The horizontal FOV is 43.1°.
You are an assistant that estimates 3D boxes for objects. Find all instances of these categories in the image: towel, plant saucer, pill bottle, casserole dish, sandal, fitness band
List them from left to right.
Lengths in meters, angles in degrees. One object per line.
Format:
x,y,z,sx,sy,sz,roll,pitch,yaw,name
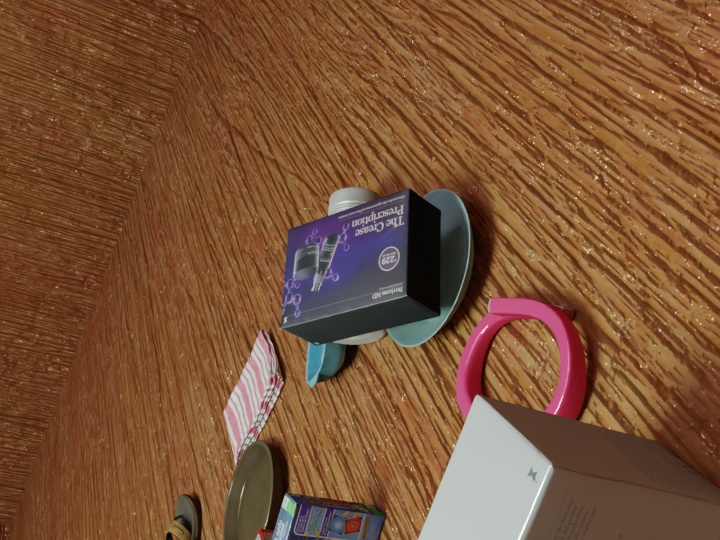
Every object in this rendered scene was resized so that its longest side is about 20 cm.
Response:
-0.335,0.507,1.684,0.082,0.054,0.203,-48,37,41,sandal
-0.194,0.222,1.595,0.202,0.029,0.147,-63,28,22,towel
-0.171,0.376,1.461,0.200,0.029,0.203,-45,38,48,plant saucer
-0.047,0.076,1.357,0.121,0.038,0.204,128,148,-62,casserole dish
-0.011,-0.008,1.274,0.110,0.109,0.204,-31,49,53,pill bottle
0.092,0.000,1.148,0.201,0.038,0.205,-40,42,50,plant saucer
0.165,0.103,0.954,0.199,0.037,0.147,1,77,64,fitness band

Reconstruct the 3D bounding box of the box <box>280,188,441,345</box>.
0.000,0.000,1.131,0.197,0.078,0.144,-16,62,35,box

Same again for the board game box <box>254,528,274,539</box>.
-0.149,0.509,1.330,0.203,0.046,0.152,-65,27,17,board game box

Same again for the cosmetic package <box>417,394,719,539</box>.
0.157,0.230,0.717,0.123,0.197,0.203,38,109,61,cosmetic package

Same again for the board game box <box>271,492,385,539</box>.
-0.058,0.384,1.122,0.034,0.134,0.204,19,92,59,board game box
